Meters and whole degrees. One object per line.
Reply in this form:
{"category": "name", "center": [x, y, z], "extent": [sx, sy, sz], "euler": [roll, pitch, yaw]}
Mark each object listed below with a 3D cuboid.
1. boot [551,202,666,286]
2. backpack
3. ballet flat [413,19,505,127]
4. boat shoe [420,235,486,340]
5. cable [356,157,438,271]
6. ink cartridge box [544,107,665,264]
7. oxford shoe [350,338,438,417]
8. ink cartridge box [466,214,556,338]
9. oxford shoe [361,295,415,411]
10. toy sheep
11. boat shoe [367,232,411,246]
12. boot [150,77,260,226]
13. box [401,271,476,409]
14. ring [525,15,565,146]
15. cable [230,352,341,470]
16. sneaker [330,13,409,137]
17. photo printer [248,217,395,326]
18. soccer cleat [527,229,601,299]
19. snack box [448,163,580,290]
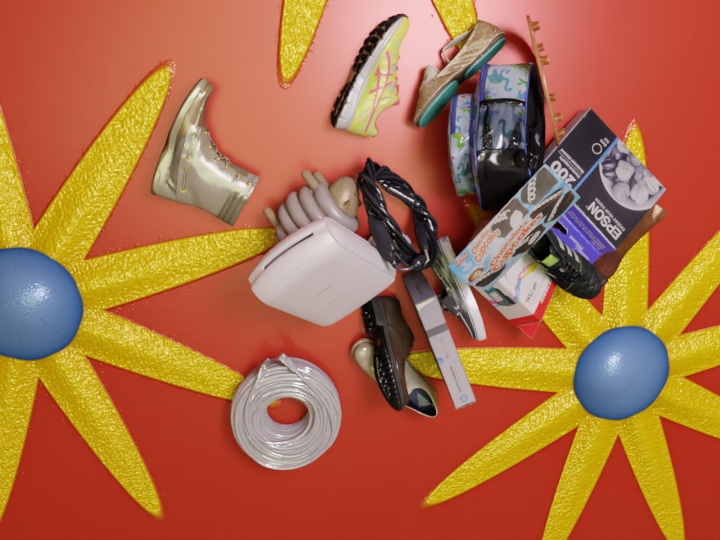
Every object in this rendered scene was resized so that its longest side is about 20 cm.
{"category": "boot", "center": [0.417, -0.089, 1.100], "extent": [0.188, 0.068, 0.200], "euler": [40, 93, -7]}
{"category": "backpack", "center": [0.211, -0.212, 0.970], "extent": [0.145, 0.183, 0.202], "euler": [5, 71, 18]}
{"category": "ballet flat", "center": [0.144, -0.321, 1.010], "extent": [0.200, 0.070, 0.065], "euler": [-44, 79, 4]}
{"category": "boat shoe", "center": [0.161, 0.040, 1.105], "extent": [0.066, 0.070, 0.201], "euler": [-22, 107, 8]}
{"category": "cable", "center": [0.064, -0.095, 1.009], "extent": [0.051, 0.163, 0.201], "euler": [-30, 83, 38]}
{"category": "ink cartridge box", "center": [0.383, -0.133, 1.056], "extent": [0.198, 0.043, 0.200], "euler": [43, 83, -7]}
{"category": "oxford shoe", "center": [0.068, 0.193, 1.132], "extent": [0.199, 0.074, 0.071], "euler": [35, 100, -14]}
{"category": "ink cartridge box", "center": [0.271, 0.012, 1.082], "extent": [0.200, 0.067, 0.117], "euler": [41, 62, -15]}
{"category": "oxford shoe", "center": [0.064, 0.139, 1.086], "extent": [0.084, 0.073, 0.202], "euler": [-4, 77, -26]}
{"category": "toy sheep", "center": [-0.079, -0.075, 1.015], "extent": [0.138, 0.138, 0.200], "euler": [43, 110, -16]}
{"category": "boat shoe", "center": [0.000, 0.000, 1.082], "extent": [0.200, 0.074, 0.067], "euler": [-45, 78, 8]}
{"category": "boot", "center": [-0.228, -0.183, 0.992], "extent": [0.153, 0.072, 0.201], "euler": [23, 107, -12]}
{"category": "box", "center": [0.132, 0.111, 1.074], "extent": [0.041, 0.156, 0.201], "euler": [-23, 108, 3]}
{"category": "ring", "center": [0.285, -0.290, 0.959], "extent": [0.019, 0.201, 0.202], "euler": [-13, 108, 19]}
{"category": "cable", "center": [-0.134, 0.256, 1.129], "extent": [0.199, 0.069, 0.200], "euler": [38, 99, -16]}
{"category": "sneaker", "center": [0.032, -0.304, 0.994], "extent": [0.090, 0.078, 0.201], "euler": [23, 108, -21]}
{"category": "photo printer", "center": [-0.059, 0.004, 0.955], "extent": [0.166, 0.070, 0.200], "euler": [-34, 147, 18]}
{"category": "soccer cleat", "center": [0.320, -0.017, 1.030], "extent": [0.200, 0.081, 0.067], "euler": [44, 118, -7]}
{"category": "snack box", "center": [0.228, -0.057, 0.928], "extent": [0.200, 0.116, 0.037], "euler": [-48, 62, 17]}
